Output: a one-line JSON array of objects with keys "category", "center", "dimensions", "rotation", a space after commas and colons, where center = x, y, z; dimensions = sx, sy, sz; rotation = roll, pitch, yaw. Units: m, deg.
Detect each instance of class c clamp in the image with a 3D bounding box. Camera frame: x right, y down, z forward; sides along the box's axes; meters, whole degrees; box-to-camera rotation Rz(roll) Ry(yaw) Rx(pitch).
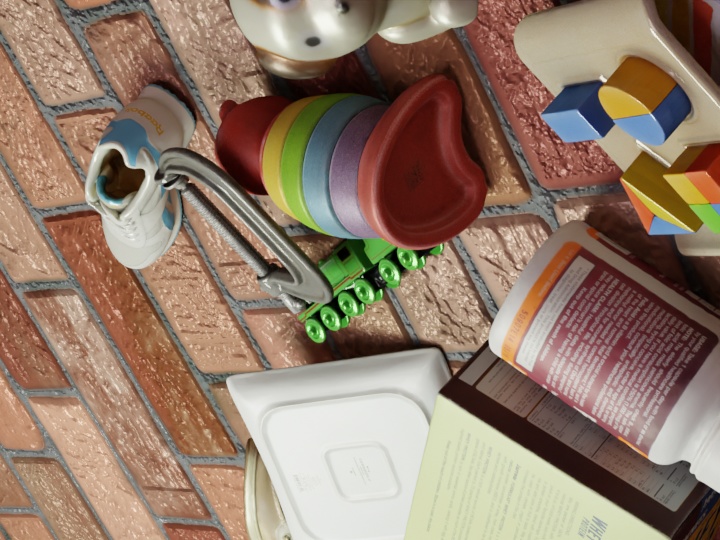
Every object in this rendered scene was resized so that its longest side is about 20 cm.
[{"category": "c clamp", "center": [-0.097, -0.029, 1.654], "dimensions": [0.200, 0.027, 0.171], "rotation": [49, 164, -30]}]

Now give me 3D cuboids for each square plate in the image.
[{"category": "square plate", "center": [0.004, 0.163, 1.773], "dimensions": [0.198, 0.028, 0.200], "rotation": [-9, 118, 23]}]

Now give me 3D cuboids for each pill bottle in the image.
[{"category": "pill bottle", "center": [0.200, 0.063, 1.472], "dimensions": [0.200, 0.114, 0.114], "rotation": [35, 142, 15]}]

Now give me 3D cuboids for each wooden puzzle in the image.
[{"category": "wooden puzzle", "center": [0.187, -0.082, 1.344], "dimensions": [0.200, 0.046, 0.185], "rotation": [50, 164, -14]}]

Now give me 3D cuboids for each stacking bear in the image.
[{"category": "stacking bear", "center": [-0.025, -0.084, 1.563], "dimensions": [0.200, 0.114, 0.122], "rotation": [13, 133, 42]}]

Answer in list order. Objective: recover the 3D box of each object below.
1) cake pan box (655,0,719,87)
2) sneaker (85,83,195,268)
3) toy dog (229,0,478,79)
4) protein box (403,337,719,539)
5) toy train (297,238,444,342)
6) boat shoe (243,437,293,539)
[{"category": "cake pan box", "center": [0.239, -0.175, 1.261], "dimensions": [0.200, 0.052, 0.184], "rotation": [48, 142, -5]}, {"category": "sneaker", "center": [-0.194, -0.066, 1.760], "dimensions": [0.076, 0.081, 0.200], "rotation": [32, 143, 15]}, {"category": "toy dog", "center": [-0.001, -0.211, 1.332], "dimensions": [0.194, 0.200, 0.140], "rotation": [18, 135, 32]}, {"category": "protein box", "center": [0.161, 0.165, 1.590], "dimensions": [0.200, 0.135, 0.199], "rotation": [31, 141, 19]}, {"category": "toy train", "center": [0.000, 0.000, 1.671], "dimensions": [0.056, 0.042, 0.200], "rotation": [56, 144, 3]}, {"category": "boat shoe", "center": [-0.067, 0.241, 1.951], "dimensions": [0.065, 0.072, 0.200], "rotation": [-8, 113, 6]}]
